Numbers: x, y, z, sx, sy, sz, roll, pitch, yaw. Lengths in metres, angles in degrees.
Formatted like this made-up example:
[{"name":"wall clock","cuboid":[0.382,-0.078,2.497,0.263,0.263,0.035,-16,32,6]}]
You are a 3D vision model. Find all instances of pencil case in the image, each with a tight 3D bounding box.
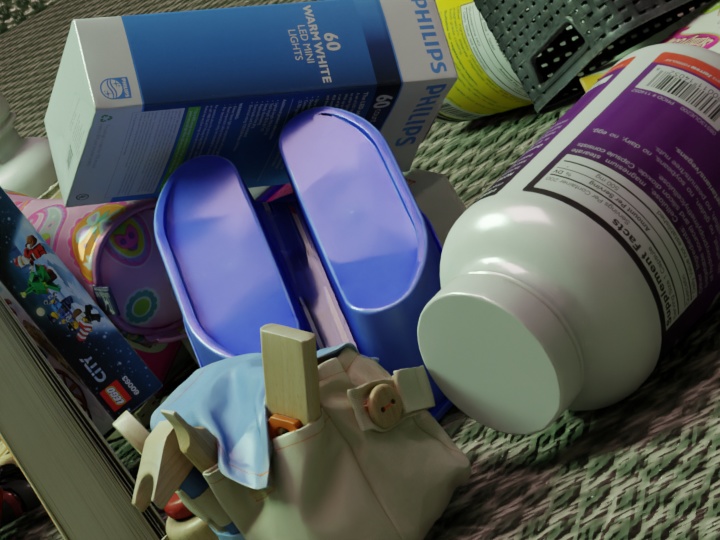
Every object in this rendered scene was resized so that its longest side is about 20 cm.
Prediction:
[{"name":"pencil case","cuboid":[-0.166,-0.003,1.562,0.087,0.088,0.200,-41,28,-30]}]

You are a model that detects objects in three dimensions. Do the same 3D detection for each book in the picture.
[{"name":"book","cuboid":[-0.178,0.068,1.427,0.048,0.200,0.134,-35,16,-11]}]

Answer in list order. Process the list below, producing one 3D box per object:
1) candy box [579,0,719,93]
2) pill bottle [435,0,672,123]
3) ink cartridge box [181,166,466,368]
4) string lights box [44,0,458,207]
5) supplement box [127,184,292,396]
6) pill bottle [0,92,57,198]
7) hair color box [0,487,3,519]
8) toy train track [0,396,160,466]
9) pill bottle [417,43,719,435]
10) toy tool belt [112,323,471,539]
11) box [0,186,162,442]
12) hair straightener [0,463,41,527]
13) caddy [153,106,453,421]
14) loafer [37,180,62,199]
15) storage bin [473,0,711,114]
[{"name":"candy box","cuboid":[0.222,-0.117,1.491,0.200,0.061,0.136,-31,14,6]},{"name":"pill bottle","cuboid":[0.107,-0.164,1.772,0.112,0.113,0.200,-42,18,-33]},{"name":"ink cartridge box","cuboid":[0.000,0.000,1.548,0.200,0.067,0.117,-35,15,-11]},{"name":"string lights box","cuboid":[-0.059,-0.091,1.472,0.199,0.059,0.103,-7,-26,-20]},{"name":"supplement box","cuboid":[-0.107,-0.031,1.643,0.103,0.101,0.200,-43,-11,-37]},{"name":"pill bottle","cuboid":[-0.231,-0.025,1.835,0.114,0.200,0.114,-30,15,9]},{"name":"hair color box","cuboid":[-0.287,0.107,1.499,0.101,0.200,0.061,-14,52,21]},{"name":"toy train track","cuboid":[-0.207,0.104,1.698,0.200,0.033,0.115,-20,19,34]},{"name":"pill bottle","cuboid":[0.113,-0.012,1.275,0.112,0.113,0.200,-14,23,49]},{"name":"toy tool belt","cuboid":[-0.051,0.078,1.272,0.200,0.123,0.125,-11,31,53]},{"name":"box","cuboid":[-0.205,0.017,1.517,0.038,0.200,0.137,-39,-1,-31]},{"name":"hair straightener","cuboid":[-0.247,0.145,1.624,0.200,0.041,0.077,-34,14,8]},{"name":"caddy","cuboid":[-0.022,0.013,1.411,0.141,0.105,0.200,-22,44,-1]},{"name":"loafer","cuboid":[-0.202,-0.009,1.747,0.067,0.076,0.200,19,57,33]},{"name":"storage bin","cuboid":[0.176,-0.185,1.607,0.200,0.094,0.135,-25,-8,-25]}]
